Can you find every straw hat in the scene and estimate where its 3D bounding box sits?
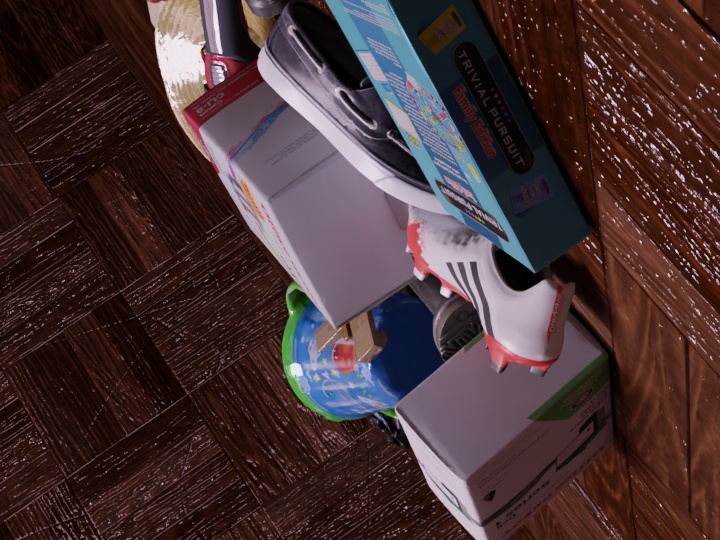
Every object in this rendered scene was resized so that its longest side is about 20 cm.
[{"bbox_3d":[-0.097,-0.193,1.460,0.201,0.085,0.202,24,129,33],"label":"straw hat"}]

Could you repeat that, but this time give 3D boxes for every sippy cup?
[{"bbox_3d":[0.016,0.074,1.450,0.177,0.140,0.130,11,174,-30],"label":"sippy cup"}]

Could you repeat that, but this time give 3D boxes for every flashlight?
[{"bbox_3d":[-0.109,-0.225,1.331,0.068,0.068,0.201,-121,22,-56],"label":"flashlight"}]

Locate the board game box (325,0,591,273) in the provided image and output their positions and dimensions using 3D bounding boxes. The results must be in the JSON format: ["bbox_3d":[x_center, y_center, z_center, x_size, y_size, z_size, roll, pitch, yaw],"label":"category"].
[{"bbox_3d":[0.053,-0.110,0.977,0.200,0.047,0.151,58,173,-25],"label":"board game box"}]

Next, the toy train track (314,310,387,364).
[{"bbox_3d":[0.000,0.000,1.360,0.032,0.115,0.200,21,-142,-32],"label":"toy train track"}]

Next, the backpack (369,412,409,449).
[{"bbox_3d":[0.030,0.069,1.663,0.200,0.134,0.183,55,176,-5],"label":"backpack"}]

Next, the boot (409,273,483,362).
[{"bbox_3d":[0.065,0.001,1.345,0.200,0.072,0.182,60,-176,30],"label":"boot"}]

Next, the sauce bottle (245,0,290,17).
[{"bbox_3d":[-0.103,-0.282,1.214,0.065,0.065,0.200,50,173,42],"label":"sauce bottle"}]

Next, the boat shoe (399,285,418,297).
[{"bbox_3d":[0.086,0.059,1.538,0.203,0.074,0.086,65,167,-5],"label":"boat shoe"}]

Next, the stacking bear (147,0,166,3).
[{"bbox_3d":[-0.207,-0.296,1.308,0.200,0.121,0.114,-10,-93,-59],"label":"stacking bear"}]

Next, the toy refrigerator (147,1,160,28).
[{"bbox_3d":[-0.170,-0.294,1.535,0.076,0.070,0.200,53,163,24],"label":"toy refrigerator"}]

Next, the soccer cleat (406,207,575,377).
[{"bbox_3d":[0.093,-0.006,1.115,0.200,0.068,0.085,57,135,52],"label":"soccer cleat"}]

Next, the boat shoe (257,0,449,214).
[{"bbox_3d":[0.015,-0.121,1.134,0.200,0.072,0.068,42,133,12],"label":"boat shoe"}]

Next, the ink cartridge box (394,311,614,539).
[{"bbox_3d":[0.118,0.120,1.212,0.084,0.146,0.200,46,171,26],"label":"ink cartridge box"}]

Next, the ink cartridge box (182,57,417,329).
[{"bbox_3d":[-0.027,-0.081,1.288,0.200,0.144,0.146,46,167,54],"label":"ink cartridge box"}]
